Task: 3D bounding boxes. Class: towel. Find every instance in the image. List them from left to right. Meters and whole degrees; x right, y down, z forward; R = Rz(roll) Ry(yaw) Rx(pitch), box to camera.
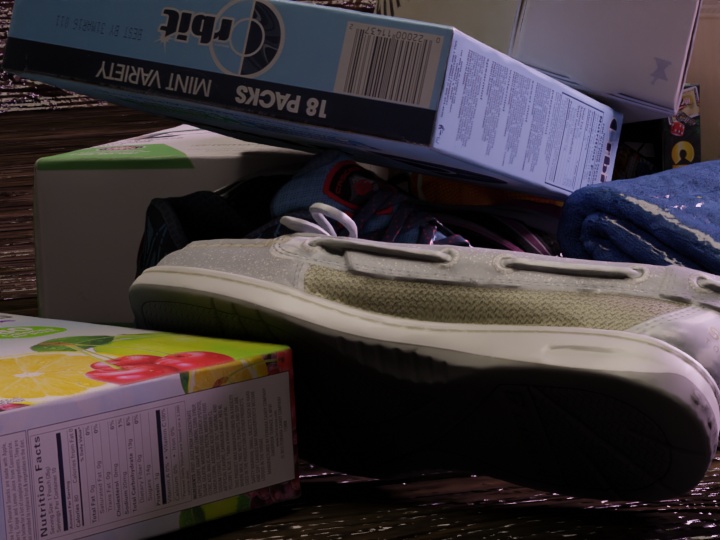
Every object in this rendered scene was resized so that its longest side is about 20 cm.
[{"bbox_3d":[0.178,-0.012,0.919,0.200,0.049,0.112,-11,37,-43],"label":"towel"}]

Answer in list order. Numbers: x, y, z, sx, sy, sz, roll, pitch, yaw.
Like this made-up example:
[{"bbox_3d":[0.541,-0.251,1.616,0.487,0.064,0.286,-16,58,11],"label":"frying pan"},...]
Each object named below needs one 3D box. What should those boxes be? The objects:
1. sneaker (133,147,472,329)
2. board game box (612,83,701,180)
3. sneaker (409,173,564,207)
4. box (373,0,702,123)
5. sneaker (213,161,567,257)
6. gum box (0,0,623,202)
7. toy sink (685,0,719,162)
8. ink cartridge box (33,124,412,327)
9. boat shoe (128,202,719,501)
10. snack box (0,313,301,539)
[{"bbox_3d":[-0.001,0.005,0.818,0.200,0.096,0.079,1,9,27],"label":"sneaker"},{"bbox_3d":[0.104,-0.039,1.076,0.023,0.105,0.200,-7,9,-18],"label":"board game box"},{"bbox_3d":[0.072,-0.026,1.056,0.077,0.073,0.200,-42,16,4],"label":"sneaker"},{"bbox_3d":[0.069,-0.102,1.013,0.082,0.068,0.200,15,-5,-19],"label":"box"},{"bbox_3d":[0.000,0.000,0.930,0.200,0.080,0.086,-1,10,25],"label":"sneaker"},{"bbox_3d":[-0.010,-0.068,0.876,0.170,0.045,0.200,12,-1,24],"label":"gum box"},{"bbox_3d":[0.192,-0.090,1.067,0.130,0.200,0.112,-9,10,-32],"label":"toy sink"},{"bbox_3d":[-0.051,-0.024,1.103,0.146,0.084,0.200,0,8,14],"label":"ink cartridge box"},{"bbox_3d":[0.022,0.020,0.713,0.202,0.074,0.065,6,46,31],"label":"boat shoe"},{"bbox_3d":[-0.138,0.049,0.709,0.200,0.053,0.142,4,9,44],"label":"snack box"}]
